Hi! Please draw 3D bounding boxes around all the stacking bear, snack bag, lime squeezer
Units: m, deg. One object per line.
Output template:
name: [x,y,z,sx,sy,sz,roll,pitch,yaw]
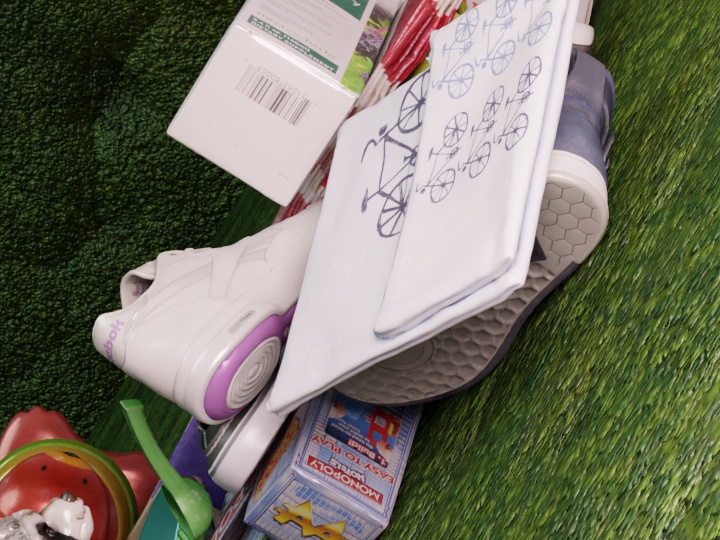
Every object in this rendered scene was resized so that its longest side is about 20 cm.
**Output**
stacking bear: [-0.193,0.156,1.625,0.200,0.121,0.114,131,163,-87]
snack bag: [0.028,-0.040,1.218,0.200,0.021,0.189,-30,38,48]
lime squeezer: [-0.118,0.156,1.418,0.071,0.038,0.200,-16,-48,-46]

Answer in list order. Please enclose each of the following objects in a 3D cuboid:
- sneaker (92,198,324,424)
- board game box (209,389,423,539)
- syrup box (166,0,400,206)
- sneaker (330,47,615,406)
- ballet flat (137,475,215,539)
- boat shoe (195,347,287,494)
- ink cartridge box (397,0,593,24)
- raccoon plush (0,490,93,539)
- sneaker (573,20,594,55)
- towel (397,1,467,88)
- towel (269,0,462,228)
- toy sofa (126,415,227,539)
sneaker: [-0.065,0.004,1.359,0.200,0.100,0.075,-41,-32,-53]
board game box: [-0.031,0.121,1.382,0.200,0.062,0.200,-57,6,17]
syrup box: [-0.039,-0.119,1.448,0.081,0.079,0.200,-56,6,24]
sneaker: [0.055,-0.030,1.273,0.202,0.077,0.146,-42,27,37]
ballet flat: [-0.111,0.220,1.474,0.069,0.071,0.200,-18,50,59]
boat shoe: [-0.070,0.063,1.409,0.069,0.057,0.200,-57,7,16]
ink cartridge box: [0.032,-0.122,1.600,0.200,0.145,0.084,-55,8,28]
raccoon plush: [-0.154,0.218,1.335,0.097,0.134,0.200,156,121,-62]
sneaker: [0.081,-0.077,1.480,0.200,0.077,0.082,130,141,-58]
towel: [0.008,-0.066,1.475,0.200,0.018,0.086,-60,8,12]
towel: [0.016,-0.117,1.472,0.200,0.023,0.144,-55,7,26]
toy sofa: [-0.062,0.098,1.593,0.098,0.083,0.200,-54,7,43]
